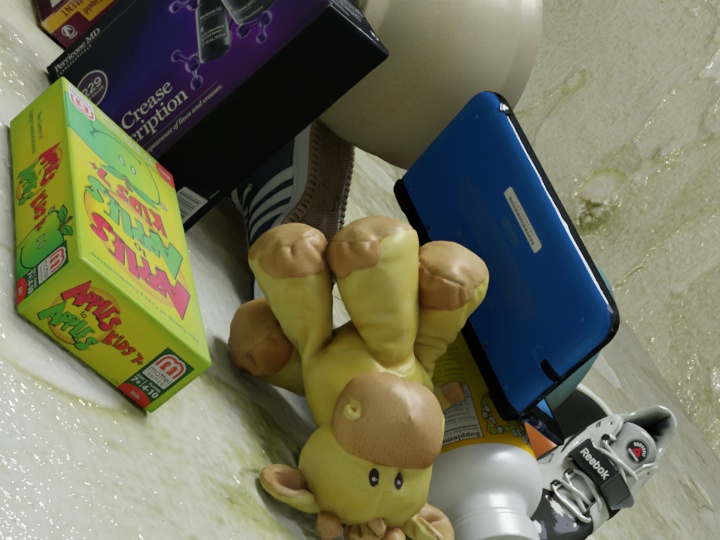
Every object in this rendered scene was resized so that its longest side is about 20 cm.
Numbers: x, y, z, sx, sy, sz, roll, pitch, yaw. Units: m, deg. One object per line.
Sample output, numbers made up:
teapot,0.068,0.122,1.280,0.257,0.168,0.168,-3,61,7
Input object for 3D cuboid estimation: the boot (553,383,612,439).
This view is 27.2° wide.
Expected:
boot,0.226,0.132,1.739,0.200,0.072,0.144,45,12,-14

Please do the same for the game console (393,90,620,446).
game console,0.116,0.002,1.050,0.118,0.171,0.201,-1,56,-41

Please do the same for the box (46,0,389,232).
box,-0.100,-0.141,1.005,0.079,0.200,0.141,33,22,-50

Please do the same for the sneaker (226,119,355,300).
sneaker,-0.072,-0.033,1.151,0.070,0.108,0.201,45,44,-38

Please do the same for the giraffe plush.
giraffe plush,0.000,0.087,0.934,0.163,0.172,0.201,-92,180,-52

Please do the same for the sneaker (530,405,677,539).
sneaker,0.177,0.153,1.136,0.074,0.089,0.200,49,40,7

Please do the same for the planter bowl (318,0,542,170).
planter bowl,0.014,-0.182,1.085,0.134,0.200,0.201,11,39,-42

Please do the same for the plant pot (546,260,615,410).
plant pot,0.108,0.066,1.289,0.200,0.200,0.135,45,49,-30

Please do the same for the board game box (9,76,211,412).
board game box,-0.147,-0.020,0.857,0.102,0.048,0.200,44,15,-34

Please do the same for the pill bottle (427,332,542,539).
pill bottle,0.070,0.128,1.075,0.104,0.104,0.201,40,26,-43

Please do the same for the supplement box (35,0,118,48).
supplement box,-0.149,-0.188,1.171,0.200,0.110,0.086,41,17,-41

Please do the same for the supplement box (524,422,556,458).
supplement box,0.155,0.178,1.293,0.067,0.069,0.200,56,6,17
